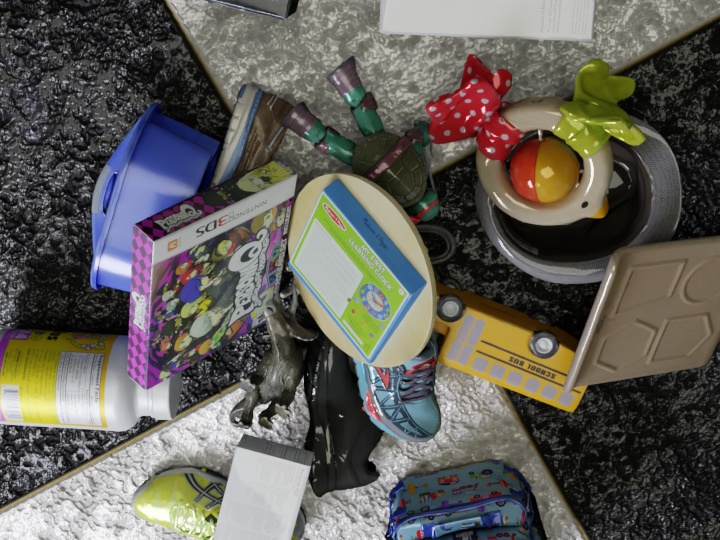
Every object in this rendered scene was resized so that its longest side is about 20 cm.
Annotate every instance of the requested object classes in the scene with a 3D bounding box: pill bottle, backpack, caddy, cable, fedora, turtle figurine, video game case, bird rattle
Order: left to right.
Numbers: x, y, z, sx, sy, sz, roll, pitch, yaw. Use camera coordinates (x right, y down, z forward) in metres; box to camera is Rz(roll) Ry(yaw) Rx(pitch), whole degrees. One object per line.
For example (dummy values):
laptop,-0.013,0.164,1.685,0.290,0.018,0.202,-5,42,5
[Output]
pill bottle,-0.299,0.119,1.217,0.200,0.104,0.104,4,106,1
caddy,-0.218,-0.068,1.141,0.105,0.141,0.200,19,105,-4
video game case,-0.148,0.004,1.115,0.036,0.181,0.200,38,136,27
cable,-0.002,-0.035,1.203,0.200,0.050,0.097,-13,102,-6
turtle figurine,0.022,-0.108,1.130,0.150,0.101,0.200,-44,97,-12
backpack,0.115,0.310,1.204,0.182,0.200,0.135,-10,105,6
bird rattle,0.163,-0.114,1.051,0.200,0.113,0.163,-3,119,13
fedora,0.219,-0.081,1.146,0.200,0.090,0.177,-11,104,11

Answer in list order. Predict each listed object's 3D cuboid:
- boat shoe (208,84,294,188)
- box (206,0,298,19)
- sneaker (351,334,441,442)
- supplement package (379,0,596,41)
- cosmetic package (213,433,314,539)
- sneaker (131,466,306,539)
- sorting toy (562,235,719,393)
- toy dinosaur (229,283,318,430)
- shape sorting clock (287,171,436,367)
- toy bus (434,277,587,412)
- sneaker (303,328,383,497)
boat shoe,-0.118,-0.087,1.168,0.072,0.072,0.200,17,106,-4
box,-0.092,-0.350,1.066,0.106,0.122,0.200,14,106,-2
sneaker,0.041,0.101,1.177,0.079,0.095,0.200,-35,111,-27
supplement package,0.119,-0.286,1.076,0.200,0.121,0.120,2,106,1
cosmetic package,-0.113,0.283,1.205,0.082,0.051,0.200,16,100,1
sneaker,-0.161,0.276,1.270,0.200,0.076,0.076,9,108,1
sorting toy,0.304,0.037,1.141,0.200,0.036,0.185,-10,134,-23
toy dinosaur,-0.090,0.117,1.211,0.077,0.102,0.200,26,140,9
shape sorting clock,0.000,0.000,1.103,0.039,0.200,0.200,-26,108,-35
toy bus,0.148,0.076,1.207,0.200,0.065,0.078,21,107,-4
sneaker,-0.017,0.151,1.239,0.091,0.076,0.200,-3,110,-8
